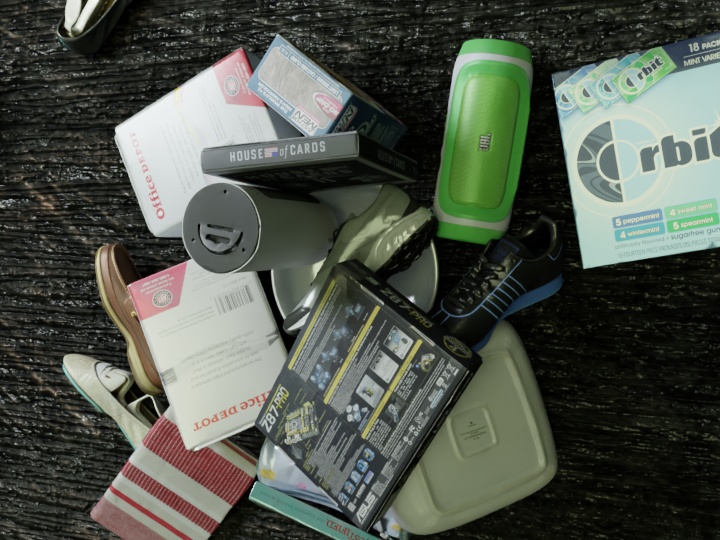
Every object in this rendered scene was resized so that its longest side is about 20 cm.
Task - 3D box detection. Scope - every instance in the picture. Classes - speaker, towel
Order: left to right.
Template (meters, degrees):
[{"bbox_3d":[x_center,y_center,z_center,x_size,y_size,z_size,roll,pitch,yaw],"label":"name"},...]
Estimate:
[{"bbox_3d":[-0.232,0.276,0.908,0.143,0.023,0.201,36,103,-10],"label":"towel"},{"bbox_3d":[-0.091,-0.040,0.708,0.080,0.200,0.083,1,93,19],"label":"speaker"},{"bbox_3d":[0.129,-0.132,0.758,0.087,0.088,0.204,10,95,19],"label":"speaker"}]

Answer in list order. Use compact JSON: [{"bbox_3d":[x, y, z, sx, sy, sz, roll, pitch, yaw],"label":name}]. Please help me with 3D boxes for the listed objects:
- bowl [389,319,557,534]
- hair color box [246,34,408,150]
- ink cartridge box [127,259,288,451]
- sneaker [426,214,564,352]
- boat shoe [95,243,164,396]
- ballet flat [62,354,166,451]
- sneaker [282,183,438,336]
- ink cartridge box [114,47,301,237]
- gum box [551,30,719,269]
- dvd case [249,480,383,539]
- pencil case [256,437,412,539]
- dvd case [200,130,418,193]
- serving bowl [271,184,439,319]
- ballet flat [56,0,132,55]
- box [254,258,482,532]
[{"bbox_3d":[0.104,0.160,0.736,0.196,0.075,0.203,-18,90,-9],"label":"bowl"},{"bbox_3d":[-0.026,-0.168,0.750,0.100,0.200,0.061,40,104,13],"label":"hair color box"},{"bbox_3d":[-0.167,0.088,0.846,0.144,0.083,0.203,-21,85,-8],"label":"ink cartridge box"},{"bbox_3d":[0.126,0.015,0.718,0.070,0.198,0.079,33,146,45],"label":"sneaker"},{"bbox_3d":[-0.274,0.056,0.920,0.067,0.072,0.203,-22,91,13],"label":"boat shoe"},{"bbox_3d":[-0.304,0.170,0.941,0.062,0.067,0.200,-44,88,5],"label":"ballet flat"},{"bbox_3d":[-0.009,-0.006,0.756,0.200,0.074,0.080,-44,69,9],"label":"sneaker"},{"bbox_3d":[-0.178,-0.147,0.867,0.197,0.083,0.148,-24,84,19],"label":"ink cartridge box"},{"bbox_3d":[0.293,-0.115,0.720,0.167,0.044,0.204,-10,89,20],"label":"gum box"},{"bbox_3d":[-0.047,0.270,0.770,0.144,0.200,0.022,24,71,3],"label":"dvd case"},{"bbox_3d":[-0.020,0.237,0.824,0.197,0.084,0.092,17,65,19],"label":"pencil case"},{"bbox_3d":[-0.039,-0.099,0.688,0.147,0.200,0.025,-3,90,19],"label":"dvd case"},{"bbox_3d":[0.000,0.000,0.818,0.196,0.066,0.205,1,93,20],"label":"serving bowl"},{"bbox_3d":[-0.323,-0.364,0.918,0.068,0.068,0.201,40,104,14],"label":"ballet flat"},{"bbox_3d":[0.000,0.118,0.683,0.160,0.049,0.202,36,113,20],"label":"box"}]
